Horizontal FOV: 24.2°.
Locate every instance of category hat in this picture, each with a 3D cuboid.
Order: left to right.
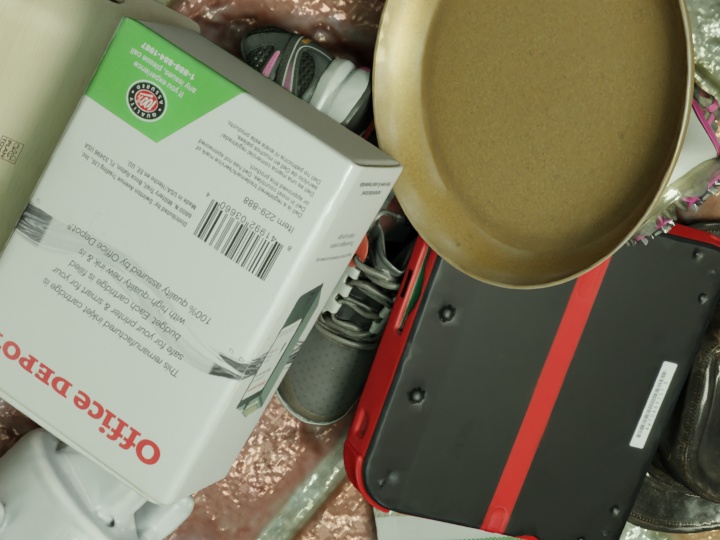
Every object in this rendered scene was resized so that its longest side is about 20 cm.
[{"bbox_3d":[0.208,0.077,0.989,0.199,0.081,0.202,-2,106,-5],"label":"hat"}]

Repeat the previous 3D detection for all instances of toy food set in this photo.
[{"bbox_3d":[-0.193,-0.074,0.916,0.143,0.060,0.201,24,104,-25],"label":"toy food set"}]

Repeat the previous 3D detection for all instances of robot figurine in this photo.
[{"bbox_3d":[-0.189,0.170,0.951,0.200,0.113,0.169,-43,141,7],"label":"robot figurine"}]

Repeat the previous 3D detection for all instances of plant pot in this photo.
[{"bbox_3d":[0.084,-0.092,0.815,0.027,0.199,0.201,-4,111,-43],"label":"plant pot"}]

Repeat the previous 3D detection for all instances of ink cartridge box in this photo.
[{"bbox_3d":[-0.095,-0.005,0.860,0.146,0.084,0.201,34,103,13],"label":"ink cartridge box"}]

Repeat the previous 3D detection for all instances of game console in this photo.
[{"bbox_3d":[0.095,0.055,0.927,0.176,0.031,0.201,13,108,-20],"label":"game console"}]

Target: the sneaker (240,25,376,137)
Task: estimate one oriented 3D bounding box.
[{"bbox_3d":[-0.072,-0.047,0.934,0.086,0.080,0.201,36,101,8],"label":"sneaker"}]

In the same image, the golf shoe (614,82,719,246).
[{"bbox_3d":[0.140,-0.077,0.877,0.072,0.200,0.092,-38,101,18],"label":"golf shoe"}]

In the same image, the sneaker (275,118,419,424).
[{"bbox_3d":[0.000,0.000,0.941,0.077,0.082,0.201,17,103,-11],"label":"sneaker"}]

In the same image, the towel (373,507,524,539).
[{"bbox_3d":[0.081,0.163,1.016,0.148,0.031,0.202,-3,105,7],"label":"towel"}]
